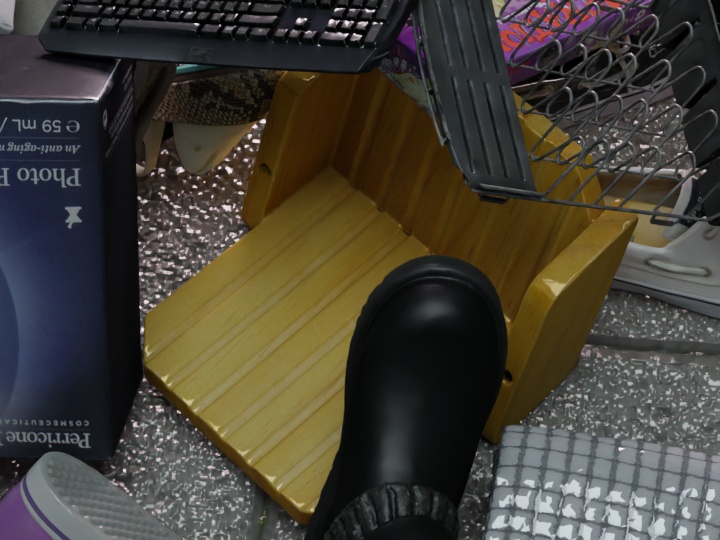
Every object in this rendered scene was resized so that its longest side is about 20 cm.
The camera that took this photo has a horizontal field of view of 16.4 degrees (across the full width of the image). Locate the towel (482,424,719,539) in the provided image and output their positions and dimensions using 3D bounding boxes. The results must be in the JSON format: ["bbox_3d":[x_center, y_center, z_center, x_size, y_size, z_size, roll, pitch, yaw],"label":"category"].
[{"bbox_3d":[0.133,0.188,1.265,0.165,0.086,0.201,10,65,1],"label":"towel"}]

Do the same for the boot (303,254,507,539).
[{"bbox_3d":[0.027,0.114,1.220,0.079,0.212,0.158,11,21,-7],"label":"boot"}]

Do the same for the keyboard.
[{"bbox_3d":[-0.059,-0.151,1.278,0.199,0.021,0.127,6,48,25],"label":"keyboard"}]

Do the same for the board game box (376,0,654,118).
[{"bbox_3d":[0.067,-0.153,1.354,0.120,0.032,0.200,46,44,19],"label":"board game box"}]

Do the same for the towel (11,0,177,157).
[{"bbox_3d":[-0.190,-0.082,1.396,0.133,0.034,0.200,44,109,23],"label":"towel"}]

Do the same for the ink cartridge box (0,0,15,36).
[{"bbox_3d":[-0.276,-0.169,1.408,0.087,0.200,0.146,25,53,-36],"label":"ink cartridge box"}]

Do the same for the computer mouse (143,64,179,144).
[{"bbox_3d":[-0.096,-0.177,1.489,0.140,0.046,0.201,-12,62,-1],"label":"computer mouse"}]

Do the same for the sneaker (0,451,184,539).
[{"bbox_3d":[-0.118,0.196,1.289,0.200,0.073,0.114,41,108,2],"label":"sneaker"}]

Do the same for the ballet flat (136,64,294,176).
[{"bbox_3d":[-0.116,-0.091,1.414,0.199,0.068,0.076,3,101,26],"label":"ballet flat"}]

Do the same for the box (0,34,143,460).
[{"bbox_3d":[-0.220,-0.014,1.308,0.199,0.200,0.123,1,21,3],"label":"box"}]

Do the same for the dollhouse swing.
[{"bbox_3d":[0.000,0.000,1.330,0.200,0.182,0.175,42,50,21],"label":"dollhouse swing"}]

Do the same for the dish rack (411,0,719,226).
[{"bbox_3d":[0.120,-0.099,1.278,0.199,0.055,0.154,6,59,-33],"label":"dish rack"}]

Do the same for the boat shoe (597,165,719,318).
[{"bbox_3d":[0.185,-0.023,1.382,0.199,0.070,0.071,11,63,9],"label":"boat shoe"}]

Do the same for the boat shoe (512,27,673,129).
[{"bbox_3d":[0.134,-0.134,1.444,0.198,0.068,0.074,-19,63,-8],"label":"boat shoe"}]
